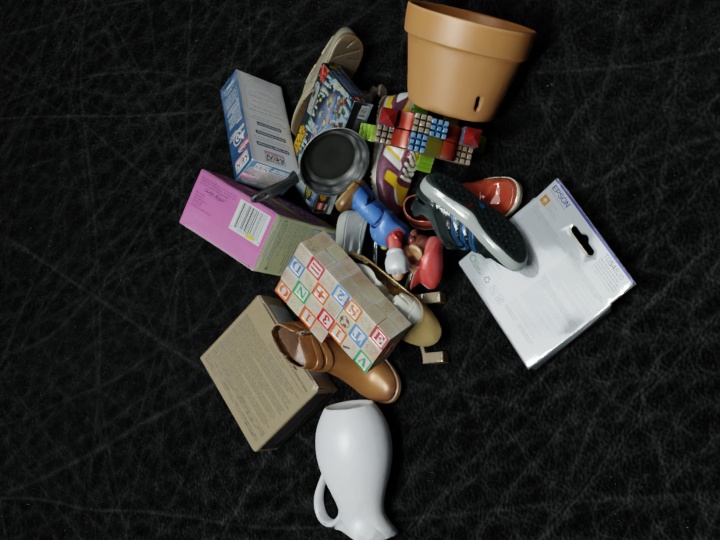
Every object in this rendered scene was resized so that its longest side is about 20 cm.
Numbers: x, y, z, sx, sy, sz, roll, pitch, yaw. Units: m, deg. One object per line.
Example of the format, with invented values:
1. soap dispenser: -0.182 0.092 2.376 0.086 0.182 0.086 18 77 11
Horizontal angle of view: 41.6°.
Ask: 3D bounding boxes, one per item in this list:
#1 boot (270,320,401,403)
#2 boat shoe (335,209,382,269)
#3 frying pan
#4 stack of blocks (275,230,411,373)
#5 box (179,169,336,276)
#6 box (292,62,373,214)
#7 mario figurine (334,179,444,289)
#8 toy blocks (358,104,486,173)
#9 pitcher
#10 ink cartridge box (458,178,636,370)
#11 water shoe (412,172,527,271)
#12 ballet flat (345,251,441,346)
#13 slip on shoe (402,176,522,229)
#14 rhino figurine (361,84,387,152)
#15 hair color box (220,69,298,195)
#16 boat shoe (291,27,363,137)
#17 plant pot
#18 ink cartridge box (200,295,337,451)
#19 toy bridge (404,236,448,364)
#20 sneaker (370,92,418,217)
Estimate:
1. boot: -0.042 0.145 1.482 0.198 0.154 0.075 32 101 29
2. boat shoe: 0.000 0.000 1.525 0.070 0.070 0.206 -6 79 32
3. frying pan: -0.069 -0.144 1.458 0.189 0.115 0.031 -41 38 10
4. stack of blocks: -0.029 0.055 1.434 0.200 0.058 0.116 46 133 14
5. box: -0.160 -0.071 1.551 0.174 0.199 0.098 31 98 29
6. box: -0.056 -0.215 1.544 0.138 0.039 0.203 55 131 46
7. mario figurine: 0.040 -0.040 1.444 0.200 0.123 0.106 43 141 7
8. toy blocks: 0.097 -0.200 1.406 0.196 0.137 0.102 14 96 -2
9. pitcher: -0.023 0.311 1.485 0.169 0.120 0.205 -5 92 44
10. ink cartridge box: 0.272 0.006 1.384 0.199 0.040 0.202 -40 66 20
11. water shoe: 0.162 -0.060 1.399 0.200 0.071 0.080 45 134 17
12. ballet flat: 0.039 0.043 1.446 0.199 0.063 0.069 38 82 16
13. slip on shoe: 0.153 -0.102 1.454 0.196 0.061 0.076 -7 79 28
14. rhino figurine: -0.008 -0.204 1.559 0.087 0.059 0.205 3 86 49
15. hair color box: -0.172 -0.234 1.602 0.060 0.099 0.203 -41 49 37
16. boat shoe: -0.059 -0.315 1.605 0.202 0.071 0.065 -61 24 22
17. plant pot: 0.150 -0.310 1.417 0.198 0.199 0.143 25 112 29
18. ink cartridge box: -0.156 0.173 1.592 0.165 0.075 0.201 -43 65 17
19. toy bridge: 0.100 0.045 1.486 0.066 0.027 0.205 -8 80 29
20. sneaker: 0.071 -0.184 1.505 0.088 0.074 0.205 -1 85 30
